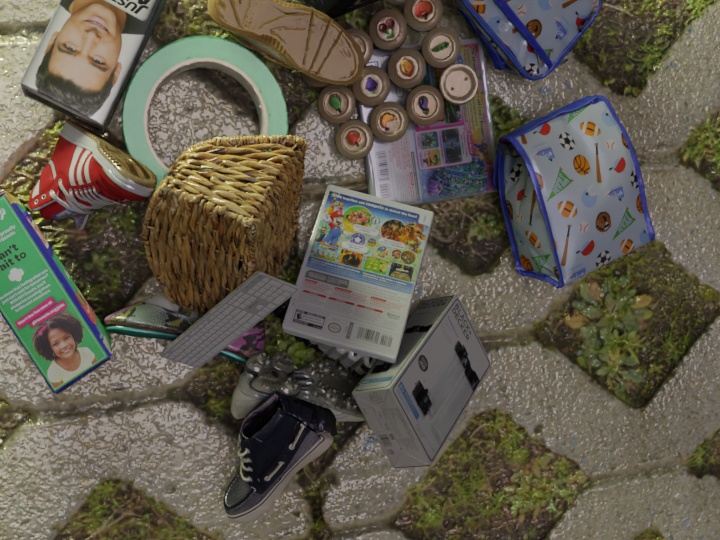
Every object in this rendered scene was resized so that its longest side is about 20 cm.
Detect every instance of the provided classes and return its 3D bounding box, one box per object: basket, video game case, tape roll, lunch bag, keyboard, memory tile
[{"bbox_3d":[-0.157,-0.060,0.979,0.140,0.202,0.150,20,51,6],"label":"basket"},{"bbox_3d":[0.000,0.000,1.044,0.141,0.018,0.203,14,66,5],"label":"video game case"},{"bbox_3d":[0.086,-0.191,1.116,0.179,0.024,0.204,-10,96,-14],"label":"video game case"},{"bbox_3d":[-0.186,-0.175,1.031,0.196,0.048,0.205,-1,94,-15],"label":"tape roll"},{"bbox_3d":[0.270,-0.108,1.115,0.168,0.123,0.203,-26,110,-20],"label":"lunch bag"},{"bbox_3d":[-0.151,0.060,0.969,0.056,0.011,0.199,28,132,-32],"label":"keyboard"},{"bbox_3d":[0.035,-0.242,1.067,0.197,0.017,0.155,-26,95,5],"label":"memory tile"},{"bbox_3d":[0.206,-0.345,1.086,0.161,0.076,0.200,-48,117,2],"label":"lunch bag"}]

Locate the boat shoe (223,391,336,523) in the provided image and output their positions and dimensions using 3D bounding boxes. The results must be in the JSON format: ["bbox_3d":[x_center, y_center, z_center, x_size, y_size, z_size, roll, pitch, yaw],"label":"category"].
[{"bbox_3d":[-0.124,0.222,1.032,0.092,0.075,0.200,31,111,-33],"label":"boat shoe"}]

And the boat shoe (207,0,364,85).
[{"bbox_3d":[-0.087,-0.285,1.033,0.197,0.069,0.075,27,93,-8],"label":"boat shoe"}]

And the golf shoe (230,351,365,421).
[{"bbox_3d":[-0.073,0.165,1.086,0.197,0.079,0.098,18,125,-29],"label":"golf shoe"}]

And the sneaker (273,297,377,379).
[{"bbox_3d":[-0.023,0.068,1.085,0.199,0.066,0.091,35,61,-9],"label":"sneaker"}]

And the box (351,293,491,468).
[{"bbox_3d":[0.082,0.133,1.061,0.200,0.059,0.118,-46,114,-47],"label":"box"}]

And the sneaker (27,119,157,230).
[{"bbox_3d":[-0.299,-0.086,0.945,0.071,0.199,0.114,27,94,-43],"label":"sneaker"}]

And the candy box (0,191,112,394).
[{"bbox_3d":[-0.356,0.020,0.938,0.076,0.169,0.202,-34,102,-13],"label":"candy box"}]

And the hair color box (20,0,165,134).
[{"bbox_3d":[-0.296,-0.271,0.975,0.098,0.061,0.203,25,81,-15],"label":"hair color box"}]

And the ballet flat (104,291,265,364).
[{"bbox_3d":[-0.207,0.062,1.039,0.197,0.069,0.073,16,77,-21],"label":"ballet flat"}]

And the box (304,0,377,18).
[{"bbox_3d":[-0.002,-0.370,0.985,0.121,0.200,0.108,-25,100,-11],"label":"box"}]
